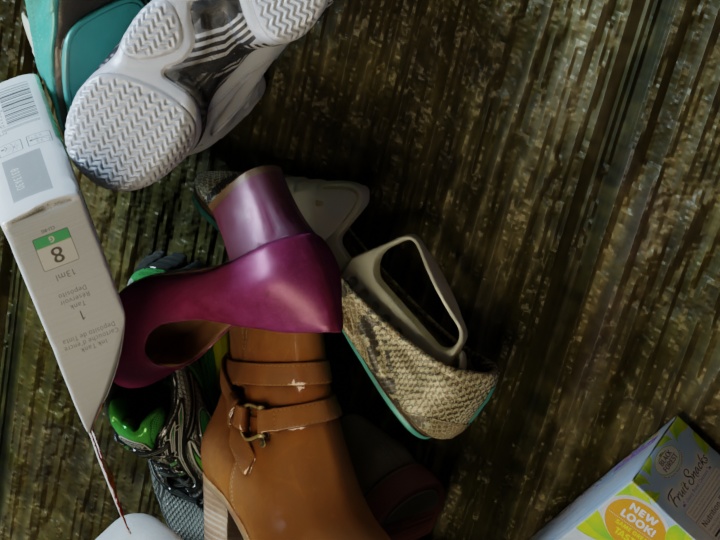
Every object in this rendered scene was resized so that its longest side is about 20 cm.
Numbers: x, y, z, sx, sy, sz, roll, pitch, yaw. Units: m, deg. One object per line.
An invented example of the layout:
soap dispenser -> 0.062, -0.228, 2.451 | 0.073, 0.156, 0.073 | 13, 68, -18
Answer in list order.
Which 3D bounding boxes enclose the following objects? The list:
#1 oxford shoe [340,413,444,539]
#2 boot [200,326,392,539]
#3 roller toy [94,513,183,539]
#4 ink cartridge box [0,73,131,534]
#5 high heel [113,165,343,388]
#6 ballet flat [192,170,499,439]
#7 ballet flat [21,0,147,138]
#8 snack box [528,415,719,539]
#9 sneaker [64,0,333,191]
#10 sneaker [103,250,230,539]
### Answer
oxford shoe -> -0.010, 0.160, 1.517 | 0.075, 0.070, 0.200 | 51, 138, 24
boot -> -0.027, 0.101, 1.406 | 0.200, 0.074, 0.155 | 14, 102, 50
roller toy -> -0.119, 0.247, 1.502 | 0.182, 0.140, 0.200 | 39, 166, 31
ink cartridge box -> -0.149, 0.016, 1.367 | 0.050, 0.161, 0.200 | -22, 120, -4
high heel -> -0.076, 0.036, 1.348 | 0.200, 0.067, 0.096 | -51, 56, 50
ballet flat -> 0.000, 0.000, 1.379 | 0.200, 0.068, 0.075 | 46, 116, 7
ballet flat -> -0.154, -0.152, 1.378 | 0.070, 0.067, 0.200 | 34, 140, 43
snack box -> 0.186, 0.200, 1.399 | 0.200, 0.068, 0.169 | 42, 136, -2
sneaker -> -0.069, -0.128, 1.325 | 0.075, 0.115, 0.200 | 42, 101, -1
sneaker -> -0.116, 0.091, 1.510 | 0.078, 0.085, 0.200 | 7, 127, 30
